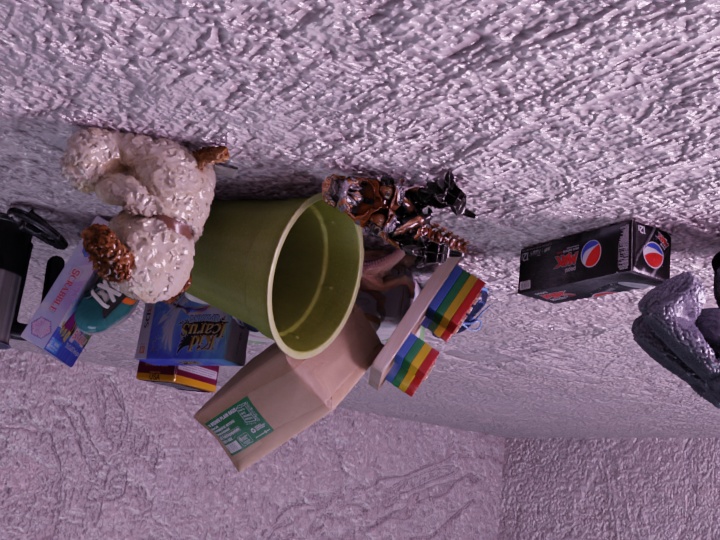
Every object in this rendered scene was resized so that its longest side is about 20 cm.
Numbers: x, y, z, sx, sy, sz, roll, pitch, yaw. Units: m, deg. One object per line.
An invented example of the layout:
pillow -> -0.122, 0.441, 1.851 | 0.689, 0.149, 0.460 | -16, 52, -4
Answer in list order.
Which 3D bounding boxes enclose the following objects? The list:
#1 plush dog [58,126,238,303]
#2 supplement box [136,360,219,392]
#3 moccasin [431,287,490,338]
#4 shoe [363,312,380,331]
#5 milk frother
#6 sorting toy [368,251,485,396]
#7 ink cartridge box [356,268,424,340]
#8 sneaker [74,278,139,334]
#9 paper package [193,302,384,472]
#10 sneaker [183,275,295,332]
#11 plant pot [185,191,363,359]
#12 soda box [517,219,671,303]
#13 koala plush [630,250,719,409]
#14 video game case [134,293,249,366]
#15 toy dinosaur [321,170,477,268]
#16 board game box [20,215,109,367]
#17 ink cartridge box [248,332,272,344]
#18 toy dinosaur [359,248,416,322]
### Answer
plush dog -> -0.218, -0.049, 0.992 | 0.159, 0.173, 0.200 | 0, 163, 26
supplement box -> -0.289, 0.093, 1.527 | 0.085, 0.201, 0.110 | 0, 164, 30
moccasin -> 0.162, 0.071, 1.492 | 0.080, 0.069, 0.200 | 8, 166, -5
shoe -> -0.046, 0.109, 1.354 | 0.199, 0.054, 0.070 | -22, 149, 40
milk frother -> -0.530, 0.012, 1.353 | 0.179, 0.189, 0.200 | 9, 166, -12
sorting toy -> 0.096, 0.084, 1.288 | 0.069, 0.201, 0.199 | 33, 168, 7
ink cartridge box -> 0.018, 0.053, 1.456 | 0.144, 0.088, 0.200 | 3, 167, 15
sneaker -> -0.326, 0.005, 1.292 | 0.071, 0.200, 0.080 | 42, 164, 15
paper package -> -0.093, 0.148, 1.234 | 0.200, 0.104, 0.191 | -36, -176, 32
sneaker -> -0.153, 0.036, 1.226 | 0.199, 0.086, 0.077 | 1, 140, 18
plant pot -> -0.126, -0.014, 1.124 | 0.189, 0.201, 0.200 | 14, 171, 30
soda box -> 0.286, -0.006, 1.141 | 0.070, 0.064, 0.200 | 15, 164, -28
koala plush -> 0.444, 0.046, 1.052 | 0.184, 0.200, 0.177 | 43, 175, 19
video game case -> -0.242, 0.049, 1.371 | 0.199, 0.183, 0.045 | -4, 161, 37
toy dinosaur -> 0.053, -0.064, 1.030 | 0.199, 0.103, 0.135 | -5, -169, -38
board game box -> -0.414, 0.037, 1.376 | 0.041, 0.200, 0.200 | 28, 166, 1
ink cartridge box -> -0.138, 0.046, 1.438 | 0.067, 0.118, 0.200 | 13, 164, -29
toy dinosaur -> 0.000, 0.000, 1.278 | 0.135, 0.086, 0.200 | 19, 157, -16
